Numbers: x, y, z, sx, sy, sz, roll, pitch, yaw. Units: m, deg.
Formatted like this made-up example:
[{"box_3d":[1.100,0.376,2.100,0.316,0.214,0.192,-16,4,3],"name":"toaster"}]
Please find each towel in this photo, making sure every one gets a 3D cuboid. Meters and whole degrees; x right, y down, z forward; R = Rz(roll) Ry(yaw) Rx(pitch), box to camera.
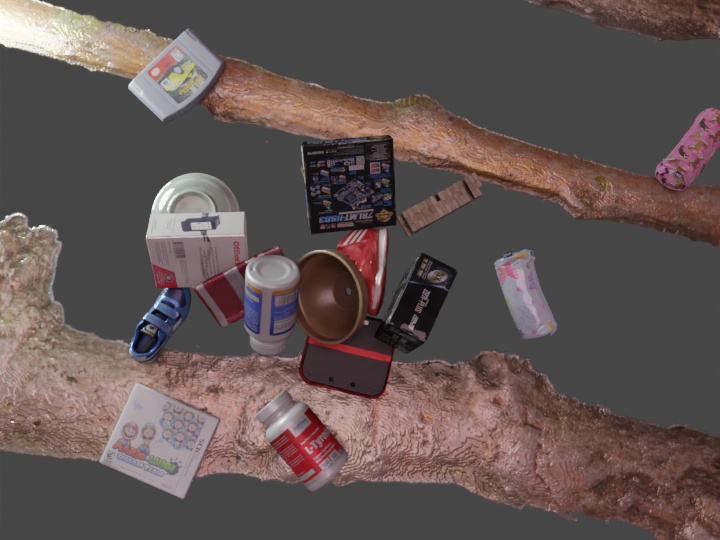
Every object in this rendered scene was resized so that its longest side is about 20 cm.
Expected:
[{"box_3d":[-0.240,0.037,1.381,0.199,0.144,0.023,-27,48,-5],"name":"towel"}]

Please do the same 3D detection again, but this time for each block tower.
[{"box_3d":[0.183,-0.148,1.456,0.200,0.058,0.054,-30,86,-4],"name":"block tower"}]

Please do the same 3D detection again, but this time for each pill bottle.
[{"box_3d":[-0.127,0.356,1.361,0.112,0.112,0.200,-41,88,-6],"name":"pill bottle"},{"box_3d":[-0.188,0.077,1.346,0.112,0.112,0.201,9,127,-2],"name":"pill bottle"}]

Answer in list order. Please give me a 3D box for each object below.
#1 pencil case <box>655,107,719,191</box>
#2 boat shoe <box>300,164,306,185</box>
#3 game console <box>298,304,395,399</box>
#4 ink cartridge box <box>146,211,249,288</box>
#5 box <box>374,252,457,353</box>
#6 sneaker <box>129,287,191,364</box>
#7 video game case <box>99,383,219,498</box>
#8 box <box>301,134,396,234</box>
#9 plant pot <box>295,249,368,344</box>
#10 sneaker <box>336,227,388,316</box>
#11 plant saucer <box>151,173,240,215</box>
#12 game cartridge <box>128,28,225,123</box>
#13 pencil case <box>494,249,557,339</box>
[{"box_3d":[0.774,-0.281,1.488,0.083,0.087,0.200,36,82,33],"name":"pencil case"},{"box_3d":[-0.032,-0.226,1.455,0.199,0.072,0.072,-17,114,-8],"name":"boat shoe"},{"box_3d":[-0.026,0.182,1.429,0.199,0.031,0.178,14,78,-2],"name":"game console"},{"box_3d":[-0.338,-0.043,1.364,0.199,0.145,0.085,-2,43,-7],"name":"ink cartridge box"},{"box_3d":[0.113,0.074,1.347,0.086,0.200,0.164,27,74,0],"name":"box"},{"box_3d":[-0.432,0.112,1.386,0.074,0.082,0.201,26,82,1],"name":"sneaker"},{"box_3d":[-0.433,0.368,1.389,0.199,0.024,0.183,24,83,0],"name":"video game case"},{"box_3d":[-0.023,-0.188,1.409,0.199,0.050,0.199,-7,113,-6],"name":"box"},{"box_3d":[-0.051,0.052,1.373,0.200,0.093,0.202,6,99,37],"name":"plant pot"},{"box_3d":[0.000,0.000,1.433,0.115,0.078,0.201,5,72,6],"name":"sneaker"},{"box_3d":[-0.370,-0.123,1.429,0.199,0.050,0.201,0,84,-3],"name":"plant saucer"},{"box_3d":[-0.412,-0.440,1.466,0.133,0.041,0.200,43,84,-2],"name":"game cartridge"},{"box_3d":[0.368,0.054,1.431,0.090,0.083,0.201,-18,86,18],"name":"pencil case"}]
